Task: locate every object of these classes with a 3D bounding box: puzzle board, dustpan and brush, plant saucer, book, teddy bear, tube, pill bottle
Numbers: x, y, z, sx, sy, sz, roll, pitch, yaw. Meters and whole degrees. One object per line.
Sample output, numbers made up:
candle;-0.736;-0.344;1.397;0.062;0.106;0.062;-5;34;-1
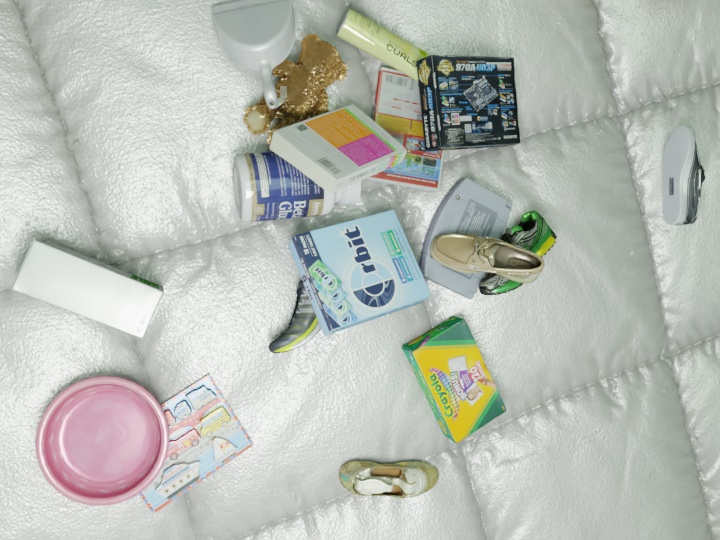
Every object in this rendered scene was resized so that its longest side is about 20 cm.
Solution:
puzzle board;-0.302;0.293;1.150;0.200;0.017;0.151;-33;102;-12
dustpan and brush;-0.160;-0.353;1.105;0.139;0.057;0.201;-12;62;-4
plant saucer;-0.405;0.267;1.086;0.199;0.051;0.202;1;87;-9
book;-0.030;-0.197;1.099;0.133;0.048;0.200;38;39;18
teddy bear;-0.110;-0.296;1.150;0.144;0.067;0.201;19;88;0
tube;0.055;-0.389;1.198;0.199;0.052;0.058;24;100;-18
pill bottle;-0.105;-0.143;1.132;0.199;0.111;0.112;-7;96;-16

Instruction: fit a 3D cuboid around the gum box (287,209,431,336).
gum box;0.000;0.000;1.161;0.199;0.045;0.171;-17;77;-28

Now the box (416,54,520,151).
box;0.197;-0.299;1.224;0.199;0.046;0.160;-10;97;-32

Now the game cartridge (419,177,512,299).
game cartridge;0.190;-0.062;1.270;0.133;0.040;0.201;26;86;-21

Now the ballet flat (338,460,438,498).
ballet flat;0.060;0.384;1.242;0.199;0.071;0.071;9;91;-18

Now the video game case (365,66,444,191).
video game case;0.088;-0.253;1.234;0.142;0.017;0.201;7;91;-18

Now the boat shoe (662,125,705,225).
boat shoe;0.665;-0.192;1.389;0.067;0.072;0.201;-3;97;-15

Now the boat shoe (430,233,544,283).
boat shoe;0.222;-0.029;1.200;0.199;0.065;0.072;15;76;7

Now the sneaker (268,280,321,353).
sneaker;-0.091;0.062;1.179;0.081;0.074;0.200;46;73;-8

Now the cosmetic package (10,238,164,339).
cosmetic package;-0.413;0.028;1.051;0.199;0.108;0.085;25;86;-18

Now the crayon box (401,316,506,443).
crayon box;0.174;0.201;1.269;0.118;0.058;0.201;-29;102;-14

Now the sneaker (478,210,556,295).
sneaker;0.279;-0.031;1.272;0.200;0.078;0.085;-48;112;-23
